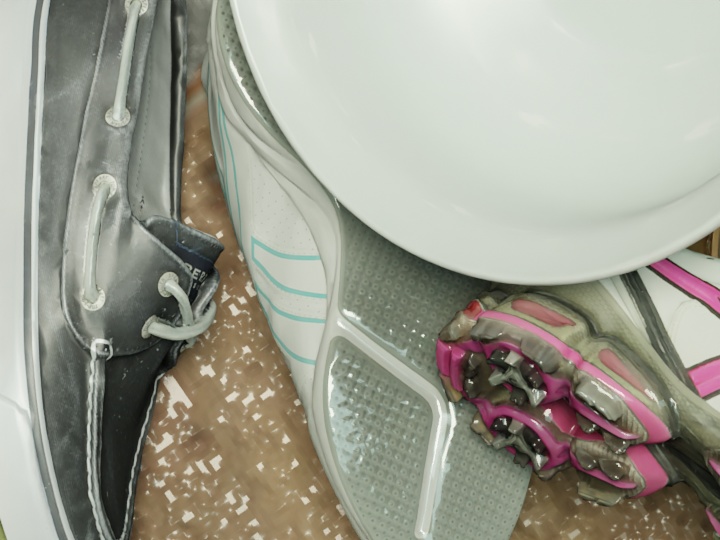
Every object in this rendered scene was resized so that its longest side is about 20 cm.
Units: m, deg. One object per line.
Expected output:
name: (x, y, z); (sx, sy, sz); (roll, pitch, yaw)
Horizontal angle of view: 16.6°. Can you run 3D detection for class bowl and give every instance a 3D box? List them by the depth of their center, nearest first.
bowl: (0.065, -0.101, 0.680); (0.200, 0.090, 0.203); (6, 101, 33)

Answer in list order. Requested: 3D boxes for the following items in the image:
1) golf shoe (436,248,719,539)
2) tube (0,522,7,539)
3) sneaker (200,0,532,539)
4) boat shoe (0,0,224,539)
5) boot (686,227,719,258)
golf shoe: (0.123, 0.042, 0.676); (0.199, 0.073, 0.092); (33, 60, 19)
tube: (-0.135, 0.095, 0.762); (0.058, 0.052, 0.201); (-19, 91, 37)
sneaker: (0.000, 0.000, 0.756); (0.070, 0.080, 0.202); (-14, 82, -18)
boat shoe: (-0.076, 0.001, 0.757); (0.067, 0.072, 0.202); (-4, 78, 12)
boot: (0.078, -0.042, 0.761); (0.075, 0.074, 0.202); (0, 87, -13)
